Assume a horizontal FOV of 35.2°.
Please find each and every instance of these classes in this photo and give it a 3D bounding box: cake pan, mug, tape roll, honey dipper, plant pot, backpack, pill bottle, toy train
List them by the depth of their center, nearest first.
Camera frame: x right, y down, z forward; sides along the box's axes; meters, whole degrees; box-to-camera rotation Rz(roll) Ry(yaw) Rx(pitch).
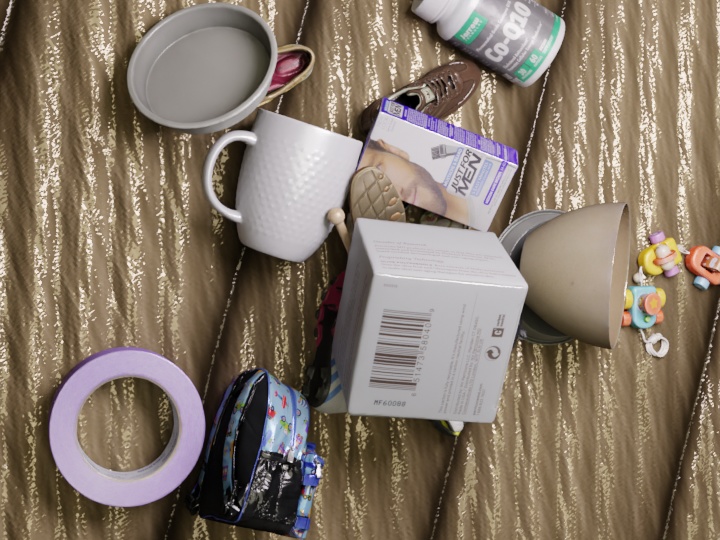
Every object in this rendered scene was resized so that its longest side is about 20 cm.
[{"bbox_3d":[-0.201,-0.257,1.468,0.198,0.037,0.202,-5,60,9],"label":"cake pan"},{"bbox_3d":[-0.306,0.203,1.486,0.198,0.066,0.202,0,90,-17],"label":"tape roll"},{"bbox_3d":[-0.128,0.236,1.487,0.134,0.182,0.202,18,73,-24],"label":"backpack"},{"bbox_3d":[-0.114,-0.114,1.493,0.199,0.147,0.177,15,96,-27],"label":"mug"},{"bbox_3d":[0.000,0.000,1.504,0.038,0.038,0.201,-33,125,-14],"label":"honey dipper"},{"bbox_3d":[0.294,0.002,1.575,0.133,0.200,0.202,5,89,19],"label":"plant pot"},{"bbox_3d":[0.178,-0.355,1.600,0.199,0.113,0.114,28,83,-14],"label":"pill bottle"},{"bbox_3d":[0.284,0.010,1.673,0.199,0.037,0.202,0,90,-16],"label":"cake pan"},{"bbox_3d":[0.479,0.027,1.720,0.150,0.056,0.201,38,80,-13],"label":"toy train"}]

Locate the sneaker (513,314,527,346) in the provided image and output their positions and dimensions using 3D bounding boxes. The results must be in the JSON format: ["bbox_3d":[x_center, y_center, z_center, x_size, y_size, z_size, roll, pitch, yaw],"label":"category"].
[{"bbox_3d":[0.153,0.045,1.606,0.114,0.075,0.200,-39,91,-35],"label":"sneaker"}]

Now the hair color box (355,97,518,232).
[{"bbox_3d":[0.100,-0.141,1.528,0.199,0.065,0.110,21,118,-3],"label":"hair color box"}]

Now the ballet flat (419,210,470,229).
[{"bbox_3d":[0.135,-0.082,1.614,0.075,0.064,0.201,28,83,-15],"label":"ballet flat"}]

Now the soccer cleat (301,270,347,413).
[{"bbox_3d":[-0.021,0.101,1.576,0.086,0.070,0.202,20,82,-38],"label":"soccer cleat"}]

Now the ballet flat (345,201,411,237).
[{"bbox_3d":[0.054,-0.114,1.593,0.200,0.057,0.067,-44,101,-12],"label":"ballet flat"}]

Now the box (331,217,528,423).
[{"bbox_3d":[0.080,0.063,1.436,0.198,0.172,0.201,5,114,-12],"label":"box"}]

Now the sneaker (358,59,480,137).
[{"bbox_3d":[0.094,-0.239,1.595,0.199,0.075,0.071,-31,98,-14],"label":"sneaker"}]

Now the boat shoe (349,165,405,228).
[{"bbox_3d":[0.026,-0.052,1.526,0.072,0.068,0.201,-25,119,-9],"label":"boat shoe"}]

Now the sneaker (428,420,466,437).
[{"bbox_3d":[0.102,0.135,1.610,0.084,0.074,0.201,-36,104,-27],"label":"sneaker"}]

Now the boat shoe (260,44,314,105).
[{"bbox_3d":[-0.150,-0.255,1.527,0.199,0.066,0.074,-31,99,-14],"label":"boat shoe"}]
